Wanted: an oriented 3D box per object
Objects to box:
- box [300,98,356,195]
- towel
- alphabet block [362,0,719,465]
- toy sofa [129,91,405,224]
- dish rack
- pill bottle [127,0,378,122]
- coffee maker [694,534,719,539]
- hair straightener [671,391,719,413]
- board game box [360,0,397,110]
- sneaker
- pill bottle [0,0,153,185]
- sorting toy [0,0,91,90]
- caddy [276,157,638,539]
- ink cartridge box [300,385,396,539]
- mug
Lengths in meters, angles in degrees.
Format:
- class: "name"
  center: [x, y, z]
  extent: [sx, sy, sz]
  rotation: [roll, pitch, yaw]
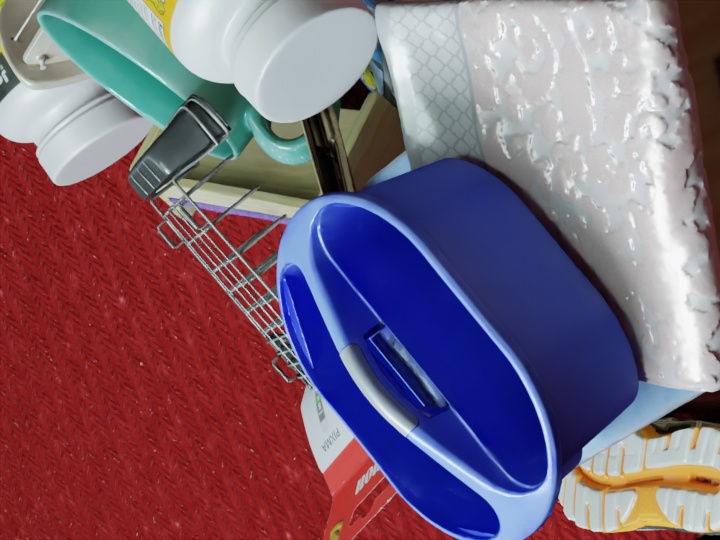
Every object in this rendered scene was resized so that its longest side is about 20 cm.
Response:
- class: "box"
  center: [0.000, 0.000, 1.541]
  extent: [0.164, 0.021, 0.200]
  rotation: [-106, 1, -50]
- class: "towel"
  center: [0.096, -0.044, 1.330]
  extent: [0.191, 0.032, 0.200]
  rotation: [7, 117, 45]
- class: "alphabet block"
  center: [0.160, -0.032, 1.448]
  extent: [0.195, 0.200, 0.197]
  rotation: [-35, 84, 50]
- class: "toy sofa"
  center: [-0.043, -0.063, 1.718]
  extent: [0.200, 0.083, 0.098]
  rotation: [10, 157, 45]
- class: "dish rack"
  center: [-0.062, -0.006, 1.604]
  extent: [0.200, 0.055, 0.153]
  rotation: [50, 170, -3]
- class: "pill bottle"
  center: [-0.080, -0.178, 1.507]
  extent: [0.200, 0.113, 0.113]
  rotation: [50, 140, 28]
- class: "coffee maker"
  center: [0.193, 0.217, 1.549]
  extent: [0.135, 0.200, 0.192]
  rotation: [42, 137, 23]
- class: "hair straightener"
  center: [0.254, 0.099, 1.546]
  extent: [0.200, 0.041, 0.077]
  rotation: [-12, 93, 45]
- class: "board game box"
  center: [-0.006, -0.178, 1.606]
  extent: [0.135, 0.034, 0.200]
  rotation: [51, 171, 16]
- class: "sneaker"
  center: [0.184, 0.119, 1.543]
  extent: [0.200, 0.077, 0.078]
  rotation: [12, 95, 58]
- class: "pill bottle"
  center: [-0.234, -0.165, 1.882]
  extent: [0.200, 0.112, 0.112]
  rotation: [56, 141, 10]
- class: "sorting toy"
  center: [-0.179, -0.253, 1.791]
  extent: [0.200, 0.107, 0.180]
  rotation: [-52, 57, 34]
- class: "caddy"
  center: [0.040, 0.042, 1.333]
  extent: [0.200, 0.105, 0.141]
  rotation: [51, 140, 15]
- class: "ink cartridge box"
  center: [0.005, 0.076, 1.696]
  extent: [0.050, 0.200, 0.161]
  rotation: [27, 139, -10]
- class: "mug"
  center: [-0.095, -0.150, 1.660]
  extent: [0.185, 0.115, 0.152]
  rotation: [37, 170, -15]
